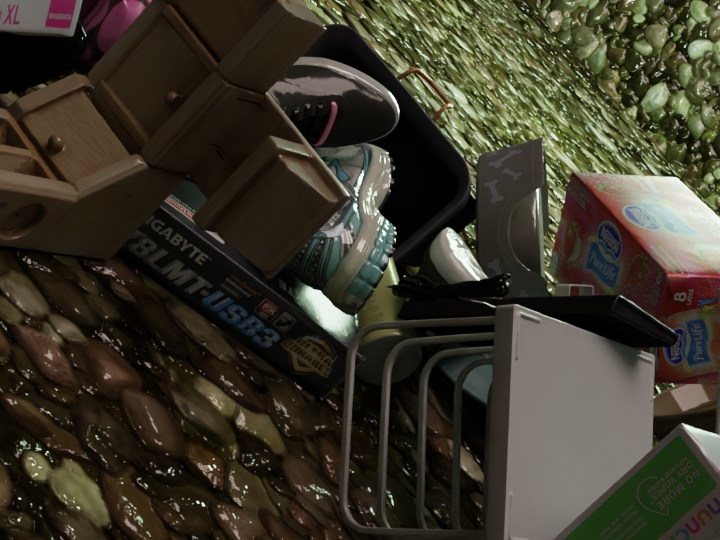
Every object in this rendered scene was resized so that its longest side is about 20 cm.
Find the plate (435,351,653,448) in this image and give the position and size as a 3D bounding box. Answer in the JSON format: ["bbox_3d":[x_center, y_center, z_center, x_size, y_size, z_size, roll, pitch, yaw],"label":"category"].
[{"bbox_3d":[0.153,0.102,1.360,0.200,0.026,0.200,25,9,-4],"label":"plate"}]

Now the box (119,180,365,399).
[{"bbox_3d":[-0.090,-0.030,1.181,0.200,0.050,0.199,37,18,-23],"label":"box"}]

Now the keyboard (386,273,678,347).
[{"bbox_3d":[0.100,0.026,1.142,0.127,0.021,0.200,25,-18,-38],"label":"keyboard"}]

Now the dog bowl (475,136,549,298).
[{"bbox_3d":[0.133,-0.013,1.468,0.200,0.059,0.200,-2,90,-83],"label":"dog bowl"}]

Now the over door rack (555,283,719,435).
[{"bbox_3d":[0.183,0.099,1.193,0.148,0.200,0.067,1,-14,39],"label":"over door rack"}]

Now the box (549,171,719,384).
[{"bbox_3d":[0.234,0.003,1.345,0.100,0.096,0.200,2,25,-17],"label":"box"}]

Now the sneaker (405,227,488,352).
[{"bbox_3d":[0.063,0.031,1.286,0.077,0.082,0.200,58,0,17],"label":"sneaker"}]

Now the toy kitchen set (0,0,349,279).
[{"bbox_3d":[-0.123,-0.076,0.947,0.163,0.200,0.180,51,18,21],"label":"toy kitchen set"}]

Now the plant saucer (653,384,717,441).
[{"bbox_3d":[0.310,0.096,1.331,0.200,0.200,0.029,-20,93,-71],"label":"plant saucer"}]

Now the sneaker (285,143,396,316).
[{"bbox_3d":[-0.028,-0.052,1.168,0.086,0.078,0.200,29,19,-18],"label":"sneaker"}]

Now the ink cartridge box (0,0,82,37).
[{"bbox_3d":[-0.273,-0.184,0.984,0.200,0.042,0.119,22,14,22],"label":"ink cartridge box"}]

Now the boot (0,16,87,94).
[{"bbox_3d":[-0.198,-0.182,1.120,0.200,0.076,0.168,-6,40,-19],"label":"boot"}]

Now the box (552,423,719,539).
[{"bbox_3d":[0.181,0.200,1.025,0.176,0.200,0.097,19,31,-54],"label":"box"}]

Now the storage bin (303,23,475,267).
[{"bbox_3d":[0.020,-0.100,1.464,0.200,0.146,0.134,51,8,17],"label":"storage bin"}]

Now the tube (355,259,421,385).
[{"bbox_3d":[0.000,0.000,1.284,0.200,0.058,0.052,-110,-168,-47],"label":"tube"}]

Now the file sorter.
[{"bbox_3d":[0.089,0.110,1.082,0.200,0.124,0.139,20,70,-55],"label":"file sorter"}]

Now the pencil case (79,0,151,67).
[{"bbox_3d":[-0.159,-0.185,1.310,0.200,0.091,0.094,22,60,-54],"label":"pencil case"}]

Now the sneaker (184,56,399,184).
[{"bbox_3d":[-0.061,-0.091,1.116,0.200,0.071,0.099,8,38,-23],"label":"sneaker"}]
